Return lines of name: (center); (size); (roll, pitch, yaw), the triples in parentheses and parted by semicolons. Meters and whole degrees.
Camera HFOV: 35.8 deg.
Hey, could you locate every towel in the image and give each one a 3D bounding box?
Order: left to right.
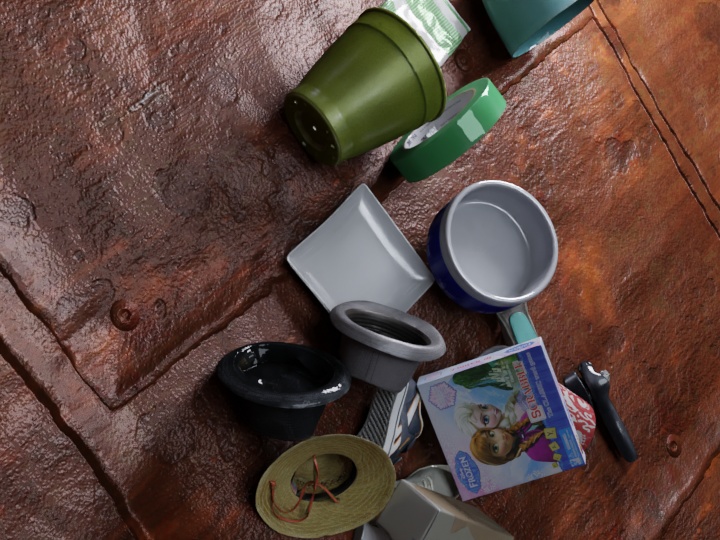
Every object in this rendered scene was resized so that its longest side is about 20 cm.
towel: (0.092, -0.404, 1.881); (0.153, 0.023, 0.200); (49, 57, -16)

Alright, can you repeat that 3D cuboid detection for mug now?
mug: (0.261, 0.235, 1.807); (0.199, 0.178, 0.134); (29, 28, -30)

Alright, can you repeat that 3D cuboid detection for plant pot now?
plant pot: (-0.007, -0.263, 1.695); (0.193, 0.200, 0.201); (-38, 101, -22)
plant pot: (0.299, -0.497, 1.946); (0.200, 0.200, 0.161); (-33, 86, -35)

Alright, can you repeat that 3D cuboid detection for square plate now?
square plate: (0.000, 0.000, 1.721); (0.199, 0.028, 0.200); (52, 56, -12)

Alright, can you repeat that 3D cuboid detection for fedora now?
fedora: (-0.107, 0.173, 1.534); (0.200, 0.200, 0.092); (-11, 115, -35)
fedora: (0.030, 0.117, 1.617); (0.176, 0.200, 0.091); (19, 101, -1)

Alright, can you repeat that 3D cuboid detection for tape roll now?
tape roll: (0.137, -0.221, 1.759); (0.048, 0.200, 0.201); (50, 57, -14)

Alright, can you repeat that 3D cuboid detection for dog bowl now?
dog bowl: (0.209, -0.036, 1.778); (0.199, 0.079, 0.202); (7, 72, -20)

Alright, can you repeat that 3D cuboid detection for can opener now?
can opener: (0.427, 0.246, 1.944); (0.201, 0.078, 0.063); (56, 17, -14)

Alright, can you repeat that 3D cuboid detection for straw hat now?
straw hat: (-0.055, 0.279, 1.575); (0.200, 0.201, 0.085); (29, 22, -25)

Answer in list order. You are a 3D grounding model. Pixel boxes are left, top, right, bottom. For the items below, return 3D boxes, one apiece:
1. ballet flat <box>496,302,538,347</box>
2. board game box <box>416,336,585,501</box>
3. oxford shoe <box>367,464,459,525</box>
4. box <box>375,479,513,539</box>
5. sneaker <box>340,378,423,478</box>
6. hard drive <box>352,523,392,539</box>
ballet flat: (0.246, 0.069, 1.853); (0.067, 0.064, 0.201); (-15, 82, -20)
board game box: (0.211, 0.225, 1.677); (0.041, 0.198, 0.201); (-55, 123, -73)
oxford shoe: (0.084, 0.341, 1.682); (0.199, 0.058, 0.076); (-7, 81, -36)
box: (0.125, 0.381, 1.633); (0.200, 0.095, 0.078); (30, 92, -46)
sneaker: (0.042, 0.251, 1.661); (0.079, 0.078, 0.201); (38, 68, -36)
hard drive: (0.064, 0.469, 1.656); (0.199, 0.026, 0.133); (27, 65, -26)
